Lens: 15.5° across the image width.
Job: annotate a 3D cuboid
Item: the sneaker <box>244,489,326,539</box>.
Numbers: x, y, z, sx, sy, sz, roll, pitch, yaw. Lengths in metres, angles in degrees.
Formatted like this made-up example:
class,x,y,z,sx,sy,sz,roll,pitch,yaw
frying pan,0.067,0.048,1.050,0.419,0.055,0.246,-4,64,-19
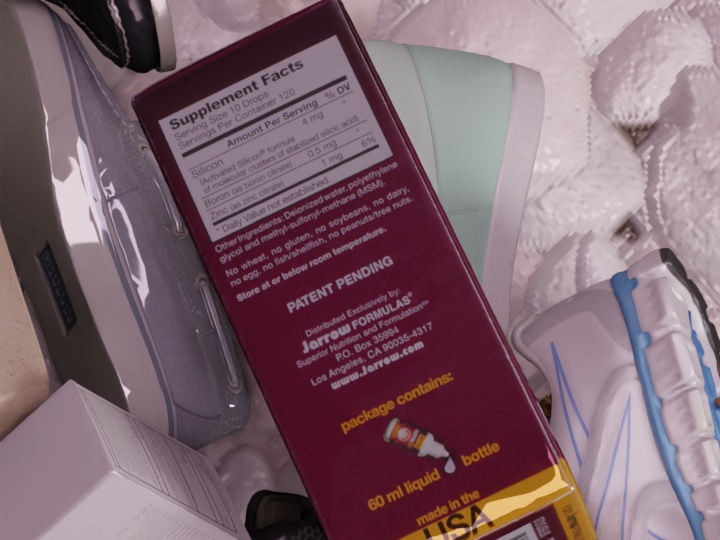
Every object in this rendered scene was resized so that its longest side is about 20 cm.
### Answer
class,x,y,z,sx,sy,sz,roll,pitch,yaw
sneaker,-0.011,0.154,0.972,0.199,0.076,0.114,31,83,8

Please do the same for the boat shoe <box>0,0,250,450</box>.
class,x,y,z,sx,sy,sz,roll,pitch,yaw
boat shoe,-0.097,-0.018,1.061,0.071,0.070,0.201,-10,73,-31

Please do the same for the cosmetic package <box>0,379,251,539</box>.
class,x,y,z,sx,sy,sz,roll,pitch,yaw
cosmetic package,-0.140,0.130,0.926,0.200,0.082,0.051,-41,48,12

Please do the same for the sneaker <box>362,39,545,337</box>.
class,x,y,z,sx,sy,sz,roll,pitch,yaw
sneaker,0.000,0.000,1.052,0.118,0.074,0.201,13,67,-8

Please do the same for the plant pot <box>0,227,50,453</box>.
class,x,y,z,sx,sy,sz,roll,pitch,yaw
plant pot,-0.216,0.040,0.953,0.176,0.200,0.200,-10,58,-18

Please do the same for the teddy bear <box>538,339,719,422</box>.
class,x,y,z,sx,sy,sz,roll,pitch,yaw
teddy bear,0.116,0.116,1.051,0.145,0.067,0.201,26,83,11

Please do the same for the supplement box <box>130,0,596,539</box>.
class,x,y,z,sx,sy,sz,roll,pitch,yaw
supplement box,0.002,0.020,0.949,0.085,0.110,0.200,-26,71,0

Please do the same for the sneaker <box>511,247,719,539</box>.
class,x,y,z,sx,sy,sz,roll,pitch,yaw
sneaker,0.106,0.099,0.994,0.086,0.075,0.201,-18,73,19

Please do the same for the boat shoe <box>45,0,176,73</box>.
class,x,y,z,sx,sy,sz,roll,pitch,yaw
boat shoe,-0.134,-0.141,1.044,0.066,0.075,0.200,-19,56,-17
